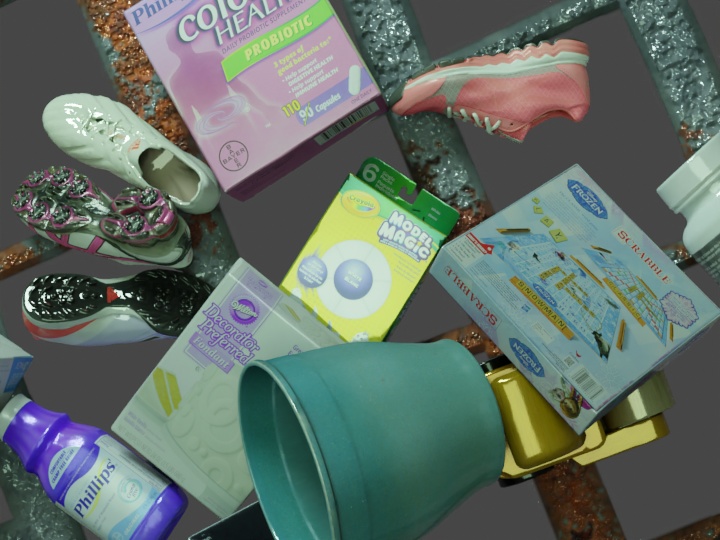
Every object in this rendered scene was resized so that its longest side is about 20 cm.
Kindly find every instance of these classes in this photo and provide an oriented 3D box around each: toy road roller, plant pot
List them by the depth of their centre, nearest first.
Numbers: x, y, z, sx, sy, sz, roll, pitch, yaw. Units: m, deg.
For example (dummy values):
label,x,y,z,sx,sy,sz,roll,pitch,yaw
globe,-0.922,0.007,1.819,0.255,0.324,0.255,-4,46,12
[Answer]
label,x,y,z,sx,sy,sz,roll,pitch,yaw
plant pot,0.017,0.150,1.308,0.186,0.200,0.203,-16,85,-22
toy road roller,0.185,0.121,1.381,0.198,0.146,0.124,-21,86,4

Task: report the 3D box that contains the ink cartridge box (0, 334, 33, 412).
label,x,y,z,sx,sy,sz,roll,pitch,yaw
ink cartridge box,-0.407,0.153,1.454,0.067,0.115,0.202,31,91,7

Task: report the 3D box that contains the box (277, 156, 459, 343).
label,x,y,z,sx,sy,sz,roll,pitch,yaw
box,0.000,0.000,1.456,0.117,0.048,0.201,32,89,5

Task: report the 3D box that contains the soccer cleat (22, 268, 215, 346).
label,x,y,z,sx,sy,sz,roll,pitch,yaw
soccer cleat,-0.228,0.042,1.475,0.197,0.073,0.069,1,61,-11

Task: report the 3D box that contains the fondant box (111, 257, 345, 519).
label,x,y,z,sx,sy,sz,roll,pitch,yaw
fondant box,-0.119,0.113,1.422,0.144,0.058,0.201,38,106,-3

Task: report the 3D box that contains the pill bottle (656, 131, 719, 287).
label,x,y,z,sx,sy,sz,roll,pitch,yaw
pill bottle,0.367,-0.026,1.388,0.111,0.111,0.200,-42,84,2

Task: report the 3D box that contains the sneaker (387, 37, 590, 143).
label,x,y,z,sx,sy,sz,roll,pitch,yaw
sneaker,0.125,-0.161,1.437,0.197,0.074,0.088,-11,88,5

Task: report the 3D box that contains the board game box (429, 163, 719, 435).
label,x,y,z,sx,sy,sz,roll,pitch,yaw
board game box,0.196,0.020,1.363,0.198,0.041,0.200,-29,70,-36

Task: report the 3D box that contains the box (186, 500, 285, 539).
label,x,y,z,sx,sy,sz,roll,pitch,yaw
box,-0.094,0.357,1.356,0.200,0.123,0.200,41,120,20

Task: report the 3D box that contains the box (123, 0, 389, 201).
label,x,y,z,sx,sy,sz,roll,pitch,yaw
box,-0.097,-0.200,1.449,0.175,0.097,0.202,-30,84,4

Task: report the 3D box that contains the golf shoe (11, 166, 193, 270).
label,x,y,z,sx,sy,sz,roll,pitch,yaw
golf shoe,-0.252,-0.041,1.467,0.198,0.092,0.073,15,61,27

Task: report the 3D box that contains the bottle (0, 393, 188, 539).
label,x,y,z,sx,sy,sz,roll,pitch,yaw
bottle,-0.264,0.195,1.463,0.199,0.065,0.084,36,92,6

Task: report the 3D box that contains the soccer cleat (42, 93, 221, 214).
label,x,y,z,sx,sy,sz,roll,pitch,yaw
soccer cleat,-0.223,-0.118,1.467,0.198,0.078,0.070,28,90,7
